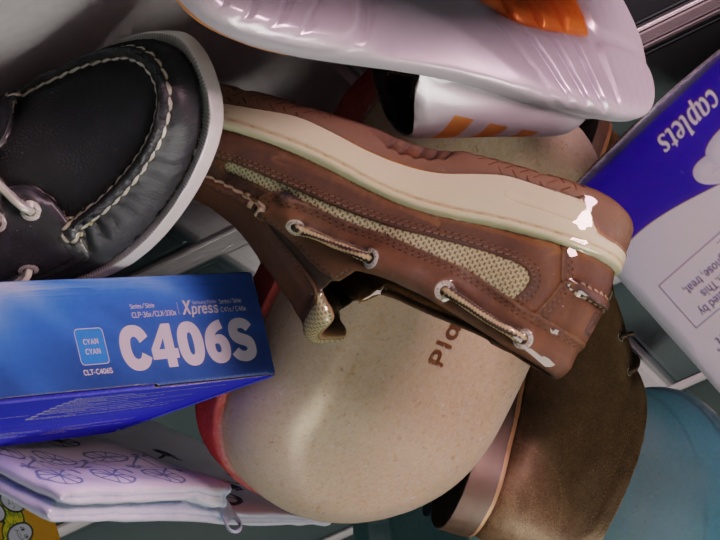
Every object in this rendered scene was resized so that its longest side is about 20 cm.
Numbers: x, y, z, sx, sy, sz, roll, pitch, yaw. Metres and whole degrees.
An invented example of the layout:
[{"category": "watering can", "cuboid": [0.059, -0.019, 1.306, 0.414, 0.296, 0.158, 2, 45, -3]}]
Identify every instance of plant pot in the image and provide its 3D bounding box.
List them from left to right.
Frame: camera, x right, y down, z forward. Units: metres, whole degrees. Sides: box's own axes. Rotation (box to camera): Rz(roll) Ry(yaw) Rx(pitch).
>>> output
[{"category": "plant pot", "cuboid": [0.105, 0.156, 1.215, 0.187, 0.201, 0.200, 13, 144, -31]}]

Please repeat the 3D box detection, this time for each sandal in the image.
[{"category": "sandal", "cuboid": [0.011, -0.086, 0.683, 0.206, 0.080, 0.059, 6, 149, -34]}]

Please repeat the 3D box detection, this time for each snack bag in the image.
[{"category": "snack bag", "cuboid": [-0.125, 0.072, 0.852, 0.188, 0.022, 0.200, 20, -176, 36]}]

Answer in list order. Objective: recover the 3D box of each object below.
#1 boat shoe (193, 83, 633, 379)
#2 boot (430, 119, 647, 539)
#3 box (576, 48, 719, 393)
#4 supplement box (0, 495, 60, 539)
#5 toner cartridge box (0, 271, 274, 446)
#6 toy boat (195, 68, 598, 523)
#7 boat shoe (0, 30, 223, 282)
[{"category": "boat shoe", "cuboid": [-0.010, -0.012, 0.694, 0.201, 0.075, 0.075, 15, 173, 21]}, {"category": "boot", "cuboid": [0.094, 0.030, 0.877, 0.075, 0.201, 0.074, 19, 166, -9]}, {"category": "box", "cuboid": [0.203, -0.003, 0.786, 0.105, 0.200, 0.184, -44, 174, 29]}, {"category": "supplement box", "cuboid": [-0.254, 0.135, 0.923, 0.199, 0.109, 0.110, -5, 155, -35]}, {"category": "toner cartridge box", "cuboid": [-0.133, 0.035, 0.693, 0.095, 0.043, 0.199, -22, 167, 38]}, {"category": "toy boat", "cuboid": [0.000, 0.000, 0.815, 0.130, 0.131, 0.201, 24, 95, -39]}, {"category": "boat shoe", "cuboid": [-0.130, -0.022, 0.700, 0.200, 0.076, 0.060, -36, 160, 34]}]
